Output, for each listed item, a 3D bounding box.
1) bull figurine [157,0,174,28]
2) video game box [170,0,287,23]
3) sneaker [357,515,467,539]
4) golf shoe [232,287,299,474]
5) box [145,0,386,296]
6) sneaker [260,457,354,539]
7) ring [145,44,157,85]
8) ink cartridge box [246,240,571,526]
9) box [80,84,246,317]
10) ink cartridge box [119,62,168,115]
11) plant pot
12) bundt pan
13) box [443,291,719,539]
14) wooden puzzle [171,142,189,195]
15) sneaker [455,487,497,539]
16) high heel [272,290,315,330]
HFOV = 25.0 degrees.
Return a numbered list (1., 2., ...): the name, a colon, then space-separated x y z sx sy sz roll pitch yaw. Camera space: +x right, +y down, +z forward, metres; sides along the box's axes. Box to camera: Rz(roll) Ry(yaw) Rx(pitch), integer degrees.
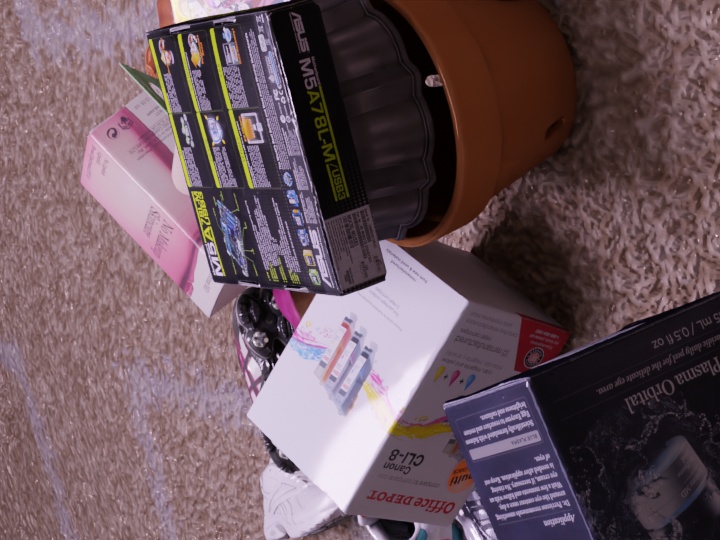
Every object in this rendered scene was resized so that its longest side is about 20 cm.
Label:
1. bull figurine: -0.167 -0.262 1.605 0.121 0.065 0.200 38 148 39
2. video game box: -0.085 -0.307 1.366 0.182 0.047 0.200 -5 106 16
3. sneaker: 0.040 0.203 1.466 0.070 0.093 0.200 -49 32 23
4. golf shoe: -0.087 0.114 1.715 0.088 0.077 0.200 165 94 -71
5. box: -0.070 -0.085 1.149 0.193 0.047 0.200 5 113 60
6. sneaker: -0.065 0.233 1.737 0.200 0.078 0.099 -27 81 59
7. ring: -0.150 -0.149 1.628 0.200 0.019 0.200 39 158 19
8. ink cartridge box: 0.037 0.086 1.321 0.145 0.145 0.200 41 106 40
9. box: -0.172 -0.073 1.622 0.200 0.109 0.128 46 156 6
10. ink cartridge box: -0.105 -0.152 1.442 0.059 0.200 0.104 -55 49 14
11. plant pot: 0.068 -0.132 1.229 0.200 0.140 0.200 35 135 45
12. bundt pan: -0.033 -0.107 1.197 0.202 0.076 0.202 35 135 44
13. box: 0.196 0.143 1.128 0.117 0.197 0.200 -28 84 59
14. wooden puzzle: -0.052 -0.140 1.363 0.185 0.200 0.037 105 146 -46
15. sneaker: 0.121 0.177 1.393 0.200 0.075 0.114 48 144 33
16. high heel: -0.031 0.046 1.567 0.200 0.067 0.096 22 137 56
